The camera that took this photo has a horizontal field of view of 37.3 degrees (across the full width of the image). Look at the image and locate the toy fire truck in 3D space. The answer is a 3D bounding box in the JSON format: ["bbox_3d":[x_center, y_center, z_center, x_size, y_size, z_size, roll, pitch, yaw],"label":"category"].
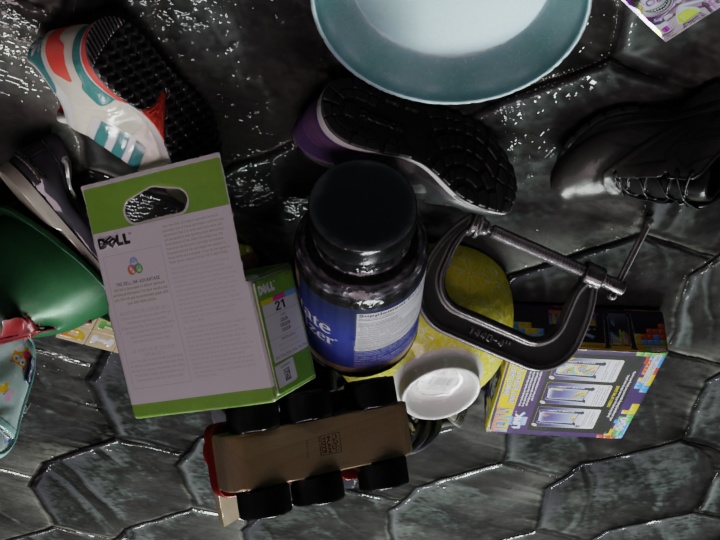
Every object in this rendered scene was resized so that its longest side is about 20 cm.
[{"bbox_3d":[-0.066,0.174,0.985,0.175,0.130,0.200,-8,178,-27],"label":"toy fire truck"}]

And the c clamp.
[{"bbox_3d":[0.155,0.003,0.999,0.198,0.172,0.027,17,-174,-10],"label":"c clamp"}]

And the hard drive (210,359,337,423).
[{"bbox_3d":[-0.084,0.141,1.097,0.134,0.043,0.200,-22,165,-11],"label":"hard drive"}]

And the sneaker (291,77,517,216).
[{"bbox_3d":[0.037,-0.095,0.903,0.199,0.076,0.087,23,154,-22],"label":"sneaker"}]

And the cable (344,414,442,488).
[{"bbox_3d":[-0.009,0.175,1.143,0.199,0.163,0.051,-13,105,46],"label":"cable"}]

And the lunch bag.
[{"bbox_3d":[-0.428,0.107,1.102,0.077,0.161,0.200,-19,139,26],"label":"lunch bag"}]

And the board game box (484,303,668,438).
[{"bbox_3d":[0.232,0.115,1.185,0.164,0.057,0.201,4,145,-1],"label":"board game box"}]

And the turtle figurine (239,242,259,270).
[{"bbox_3d":[-0.129,0.055,1.020,0.064,0.162,0.199,30,135,-34],"label":"turtle figurine"}]

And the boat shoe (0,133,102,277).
[{"bbox_3d":[-0.243,-0.043,0.967,0.072,0.063,0.200,30,162,40],"label":"boat shoe"}]

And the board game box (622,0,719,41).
[{"bbox_3d":[0.253,-0.245,0.711,0.120,0.032,0.199,32,134,-30],"label":"board game box"}]

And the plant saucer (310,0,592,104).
[{"bbox_3d":[0.064,-0.201,0.762,0.198,0.036,0.201,4,146,3],"label":"plant saucer"}]

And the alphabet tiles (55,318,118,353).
[{"bbox_3d":[-0.244,0.047,1.146,0.199,0.006,0.167,17,142,-21],"label":"alphabet tiles"}]

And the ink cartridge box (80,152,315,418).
[{"bbox_3d":[-0.135,0.011,0.892,0.147,0.202,0.076,-10,-175,26],"label":"ink cartridge box"}]

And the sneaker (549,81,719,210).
[{"bbox_3d":[0.249,-0.089,0.872,0.199,0.091,0.076,-19,142,27],"label":"sneaker"}]

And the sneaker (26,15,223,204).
[{"bbox_3d":[-0.189,-0.126,0.867,0.093,0.071,0.200,4,150,28],"label":"sneaker"}]

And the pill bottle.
[{"bbox_3d":[0.000,0.000,0.899,0.111,0.113,0.201,1,149,0],"label":"pill bottle"}]

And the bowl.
[{"bbox_3d":[0.068,0.082,1.060,0.198,0.108,0.201,-8,136,-8],"label":"bowl"}]

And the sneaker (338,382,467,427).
[{"bbox_3d":[0.036,0.165,1.240,0.199,0.080,0.074,-19,142,28],"label":"sneaker"}]

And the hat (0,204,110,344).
[{"bbox_3d":[-0.331,0.053,0.960,0.165,0.177,0.200,22,156,29],"label":"hat"}]
